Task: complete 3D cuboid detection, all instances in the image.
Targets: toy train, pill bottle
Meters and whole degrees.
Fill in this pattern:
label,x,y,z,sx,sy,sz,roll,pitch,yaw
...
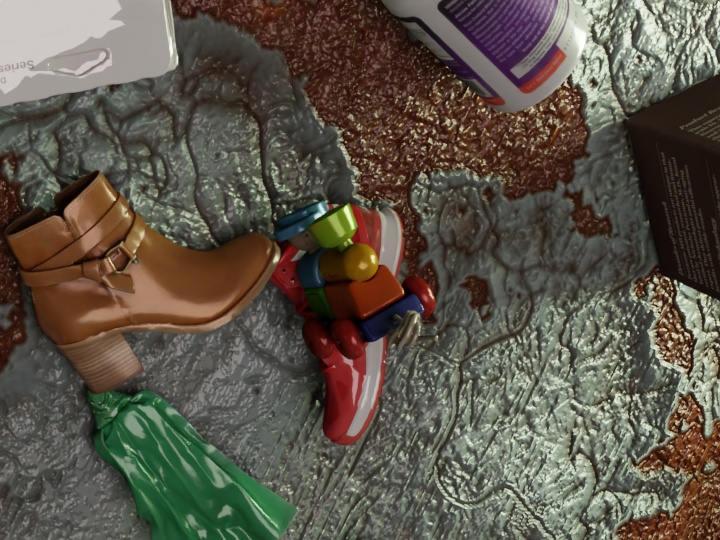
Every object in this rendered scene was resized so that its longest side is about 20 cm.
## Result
label,x,y,z,sx,sy,sz,roll,pitch,yaw
toy train,0.000,0.000,1.540,0.084,0.200,0.116,-30,98,-18
pill bottle,0.084,-0.229,1.628,0.200,0.111,0.112,40,84,-31

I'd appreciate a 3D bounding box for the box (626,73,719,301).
label,x,y,z,sx,sy,sz,roll,pitch,yaw
box,0.368,-0.073,1.771,0.165,0.200,0.165,-26,115,-19

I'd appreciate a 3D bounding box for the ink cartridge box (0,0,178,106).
label,x,y,z,sx,sy,sz,roll,pitch,yaw
ink cartridge box,-0.233,-0.185,1.419,0.145,0.200,0.085,-15,111,-24

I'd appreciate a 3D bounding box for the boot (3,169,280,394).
label,x,y,z,sx,sy,sz,roll,pitch,yaw
boot,-0.169,-0.015,1.578,0.199,0.074,0.156,-35,113,-18

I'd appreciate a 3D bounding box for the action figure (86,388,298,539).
label,x,y,z,sx,sy,sz,roll,pitch,yaw
action figure,-0.156,0.165,1.645,0.118,0.055,0.200,-42,112,-10

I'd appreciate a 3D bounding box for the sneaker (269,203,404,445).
label,x,y,z,sx,sy,sz,roll,pitch,yaw
sneaker,-0.038,0.040,1.672,0.114,0.078,0.202,9,88,-21
